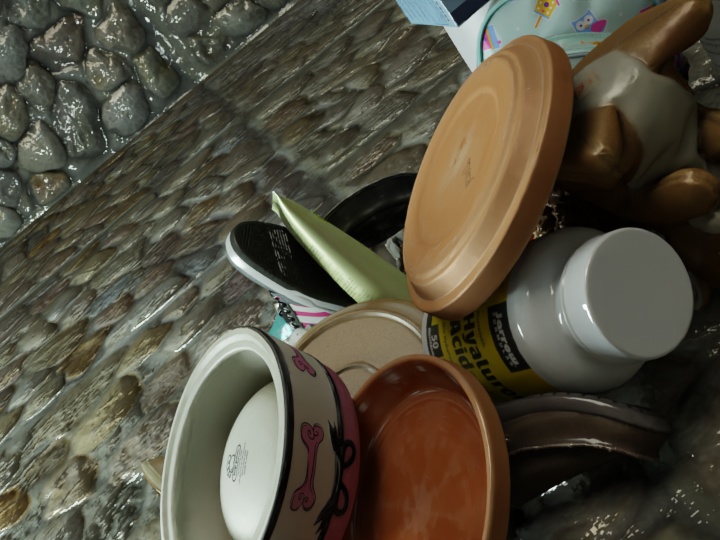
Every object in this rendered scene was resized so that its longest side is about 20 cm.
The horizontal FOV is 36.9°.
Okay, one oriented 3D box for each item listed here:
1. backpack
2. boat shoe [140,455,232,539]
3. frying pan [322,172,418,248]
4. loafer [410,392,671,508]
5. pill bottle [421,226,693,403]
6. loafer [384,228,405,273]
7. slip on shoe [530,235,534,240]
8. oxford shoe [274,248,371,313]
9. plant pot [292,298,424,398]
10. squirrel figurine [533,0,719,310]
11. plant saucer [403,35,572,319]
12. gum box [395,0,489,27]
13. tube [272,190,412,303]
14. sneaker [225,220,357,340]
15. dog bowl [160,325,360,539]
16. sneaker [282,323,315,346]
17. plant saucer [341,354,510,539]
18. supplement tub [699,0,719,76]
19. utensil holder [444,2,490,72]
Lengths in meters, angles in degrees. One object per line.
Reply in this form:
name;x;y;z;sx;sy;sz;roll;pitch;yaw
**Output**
backpack;0.180;-0.152;0.891;0.175;0.201;0.153;-5;20;22
boat shoe;-0.128;0.198;0.945;0.065;0.072;0.200;-42;27;-22
frying pan;0.045;-0.069;1.002;0.189;0.031;0.115;-27;-18;-3
loafer;0.117;0.124;0.723;0.199;0.073;0.071;-12;70;45
pill bottle;0.131;0.033;0.739;0.111;0.111;0.200;-50;9;-25
loafer;0.069;-0.003;1.022;0.063;0.072;0.200;-49;26;-10
slip on shoe;0.131;-0.055;1.028;0.074;0.061;0.200;-43;25;-17
oxford shoe;-0.039;-0.001;1.174;0.071;0.074;0.200;-27;25;28
plant pot;-0.003;0.108;0.860;0.199;0.027;0.201;-17;55;25
squirrel figurine;0.203;-0.063;0.769;0.200;0.186;0.142;-9;45;59
plant saucer;0.078;-0.066;0.738;0.200;0.032;0.201;-161;90;-74
gum box;0.118;-0.288;0.960;0.170;0.045;0.200;-38;17;2
tube;0.000;0.000;0.943;0.058;0.200;0.052;-53;-3;39
sneaker;-0.064;0.034;1.015;0.121;0.199;0.084;-42;35;33
dog bowl;-0.074;0.145;0.792;0.200;0.073;0.201;-32;51;50
sneaker;-0.053;0.099;0.968;0.199;0.088;0.074;-23;-16;23
plant saucer;0.033;0.156;0.711;0.200;0.032;0.201;-32;50;50
supplement tub;0.322;-0.196;0.813;0.132;0.200;0.132;-32;23;15
utensil holder;0.190;-0.229;1.084;0.170;0.200;0.170;-33;23;16
